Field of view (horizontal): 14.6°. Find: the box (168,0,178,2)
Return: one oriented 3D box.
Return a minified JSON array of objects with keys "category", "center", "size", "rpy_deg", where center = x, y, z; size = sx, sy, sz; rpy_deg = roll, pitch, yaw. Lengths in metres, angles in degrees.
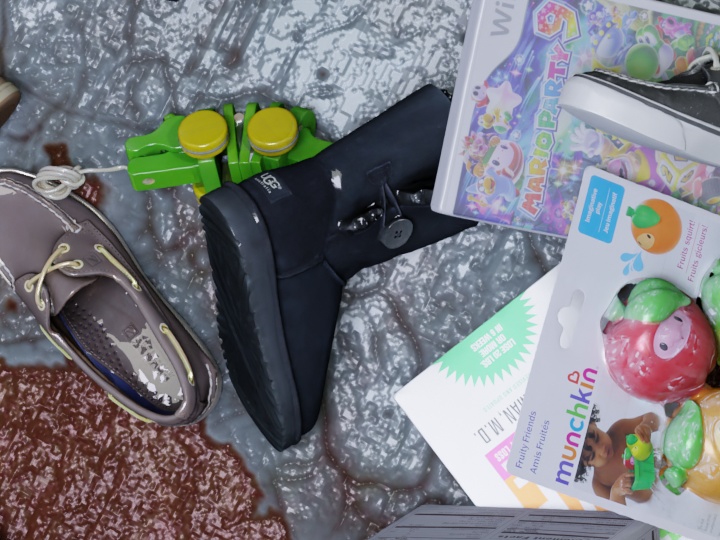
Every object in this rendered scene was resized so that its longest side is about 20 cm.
[{"category":"box","center":[-0.093,-0.284,1.672],"size":[0.200,0.044,0.160],"rpy_deg":[-41,86,7]}]

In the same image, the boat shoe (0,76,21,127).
[{"category":"boat shoe","center":[-0.296,-0.068,1.694],"size":[0.200,0.071,0.065],"rpy_deg":[-33,88,9]}]

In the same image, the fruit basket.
[{"category":"fruit basket","center":[0.195,0.057,1.579],"size":[0.199,0.094,0.186],"rpy_deg":[22,74,-19]}]

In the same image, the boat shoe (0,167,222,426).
[{"category":"boat shoe","center":[-0.164,0.015,1.682],"size":[0.072,0.060,0.200],"rpy_deg":[-43,86,8]}]

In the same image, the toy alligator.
[{"category":"toy alligator","center":[-0.095,-0.074,1.675],"size":[0.199,0.059,0.054],"rpy_deg":[-2,51,8]}]

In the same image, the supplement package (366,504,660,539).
[{"category":"supplement package","center":[0.087,0.244,1.590],"size":[0.155,0.111,0.201],"rpy_deg":[-1,100,28]}]

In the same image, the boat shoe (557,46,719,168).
[{"category":"boat shoe","center":[0.201,-0.091,1.586],"size":[0.199,0.071,0.064],"rpy_deg":[14,93,-29]}]

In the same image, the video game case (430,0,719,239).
[{"category":"video game case","center":[0.147,-0.086,1.610],"size":[0.199,0.018,0.144],"rpy_deg":[11,94,-20]}]

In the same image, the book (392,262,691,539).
[{"category":"book","center":[0.132,0.112,1.654],"size":[0.133,0.048,0.200],"rpy_deg":[-39,84,5]}]

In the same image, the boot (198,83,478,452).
[{"category":"boot","center":[0.000,0.000,1.641],"size":[0.168,0.201,0.076],"rpy_deg":[-24,43,-18]}]
